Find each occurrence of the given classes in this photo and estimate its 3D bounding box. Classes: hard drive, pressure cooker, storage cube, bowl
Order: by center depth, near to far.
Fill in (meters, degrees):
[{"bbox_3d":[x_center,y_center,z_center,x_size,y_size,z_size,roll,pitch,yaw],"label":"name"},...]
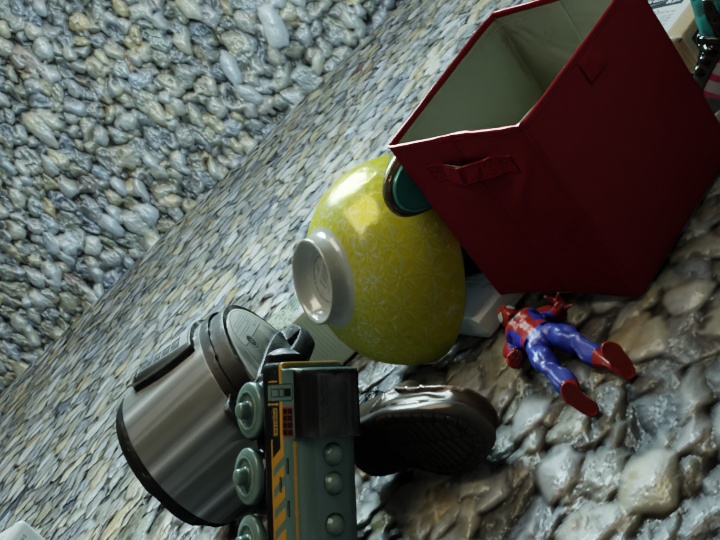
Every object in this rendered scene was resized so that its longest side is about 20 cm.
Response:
[{"bbox_3d":[0.166,-0.103,0.946,0.170,0.180,0.201,-1,44,55],"label":"storage cube"},{"bbox_3d":[0.000,0.000,1.078,0.106,0.204,0.199,-13,-1,-29],"label":"bowl"},{"bbox_3d":[0.149,-0.021,1.113,0.201,0.027,0.132,-50,16,-14],"label":"hard drive"},{"bbox_3d":[-0.123,0.135,1.159,0.199,0.178,0.177,-40,51,14],"label":"pressure cooker"}]

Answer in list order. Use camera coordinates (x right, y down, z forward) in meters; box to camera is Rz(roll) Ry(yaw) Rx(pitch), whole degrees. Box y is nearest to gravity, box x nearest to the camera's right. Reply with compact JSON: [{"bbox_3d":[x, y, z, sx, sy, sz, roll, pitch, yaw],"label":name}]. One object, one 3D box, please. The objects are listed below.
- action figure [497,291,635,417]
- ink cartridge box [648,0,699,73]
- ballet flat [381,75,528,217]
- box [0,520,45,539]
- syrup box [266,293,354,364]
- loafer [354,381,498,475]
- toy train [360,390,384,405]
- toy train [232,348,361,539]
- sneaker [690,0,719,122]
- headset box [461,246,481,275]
[{"bbox_3d":[0.145,0.056,0.897,0.066,0.052,0.200,-49,13,-1],"label":"action figure"},{"bbox_3d":[0.301,-0.242,1.142,0.165,0.075,0.199,-52,25,-21],"label":"ink cartridge box"},{"bbox_3d":[0.073,-0.114,1.026,0.200,0.071,0.070,-43,13,-29],"label":"ballet flat"},{"bbox_3d":[-0.434,0.421,1.316,0.198,0.131,0.201,-30,21,44],"label":"box"},{"bbox_3d":[-0.063,0.081,1.302,0.200,0.081,0.079,-43,17,8],"label":"syrup box"},{"bbox_3d":[0.045,0.114,0.923,0.071,0.073,0.199,-53,18,-27],"label":"loafer"},{"bbox_3d":[-0.042,0.189,1.065,0.200,0.034,0.046,-48,12,-11],"label":"toy train"},{"bbox_3d":[-0.047,0.162,0.914,0.113,0.084,0.204,-13,76,57],"label":"toy train"},{"bbox_3d":[0.300,-0.193,0.977,0.199,0.121,0.084,-37,17,27],"label":"sneaker"},{"bbox_3d":[0.109,-0.085,1.152,0.201,0.093,0.173,-53,17,-24],"label":"headset box"}]
